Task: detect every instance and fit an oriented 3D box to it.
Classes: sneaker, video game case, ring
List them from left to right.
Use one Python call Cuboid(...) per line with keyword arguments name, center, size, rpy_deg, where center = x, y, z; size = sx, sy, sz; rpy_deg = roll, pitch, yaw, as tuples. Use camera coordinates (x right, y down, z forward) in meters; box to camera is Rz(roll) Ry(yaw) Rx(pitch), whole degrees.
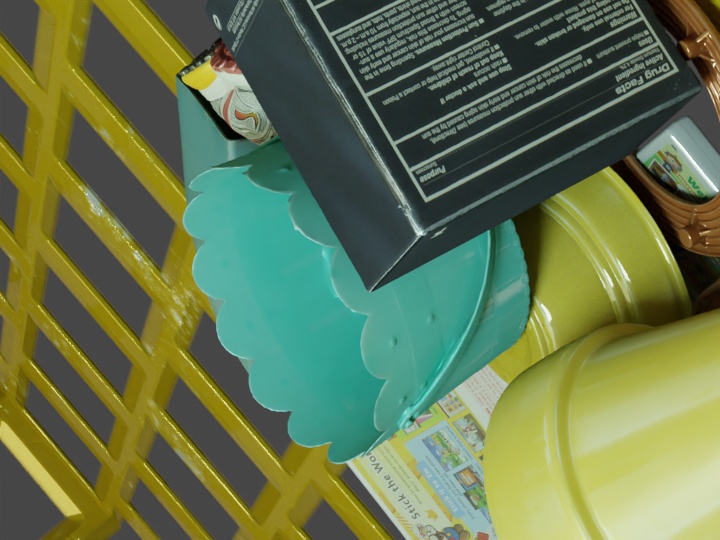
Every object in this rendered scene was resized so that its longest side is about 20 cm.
Cuboid(name="sneaker", center=(-0.049, -0.122, 1.467), size=(0.082, 0.078, 0.200), rpy_deg=(50, 170, -10))
Cuboid(name="video game case", center=(0.067, 0.104, 1.643), size=(0.182, 0.023, 0.200), rpy_deg=(-31, 103, 29))
Cuboid(name="ring", center=(0.172, -0.096, 1.381), size=(0.201, 0.019, 0.201), rpy_deg=(50, 156, 32))
Cuboid(name="video game case", center=(0.232, 0.008, 1.479), size=(0.200, 0.022, 0.182), rpy_deg=(51, 160, 2))

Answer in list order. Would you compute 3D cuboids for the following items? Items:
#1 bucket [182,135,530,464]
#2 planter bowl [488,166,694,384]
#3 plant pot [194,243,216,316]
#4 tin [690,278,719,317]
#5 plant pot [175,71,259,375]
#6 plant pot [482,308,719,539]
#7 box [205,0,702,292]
Cuboid(name="bucket", center=(0.000, 0.000, 1.441), size=(0.207, 0.134, 0.208), rpy_deg=(42, 148, 34))
Cuboid(name="planter bowl", center=(0.121, 0.020, 1.492), size=(0.200, 0.083, 0.201), rpy_deg=(46, 152, 34))
Cuboid(name="plant pot", center=(-0.049, -0.039, 1.834), size=(0.092, 0.201, 0.201), rpy_deg=(-5, 131, 22))
Cuboid(name="tin", center=(0.270, 0.029, 1.362), size=(0.112, 0.042, 0.200), rpy_deg=(53, 149, 6))
Cuboid(name="plant pot", center=(-0.048, -0.034, 1.689), size=(0.141, 0.140, 0.201), rpy_deg=(-129, 35, -58))
Cuboid(name="plant pot", center=(0.203, 0.106, 1.327), size=(0.201, 0.201, 0.189), rpy_deg=(52, 133, -2))
Cuboid(name="box", center=(0.049, -0.126, 1.324), size=(0.199, 0.199, 0.123), rpy_deg=(60, 159, 9))
